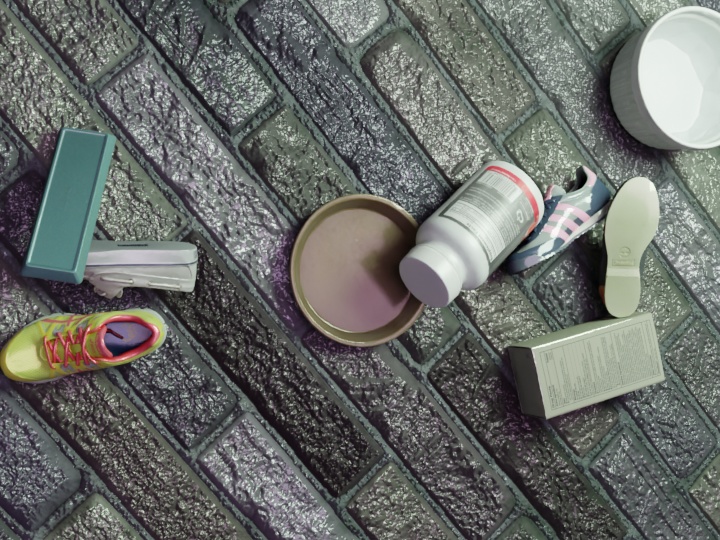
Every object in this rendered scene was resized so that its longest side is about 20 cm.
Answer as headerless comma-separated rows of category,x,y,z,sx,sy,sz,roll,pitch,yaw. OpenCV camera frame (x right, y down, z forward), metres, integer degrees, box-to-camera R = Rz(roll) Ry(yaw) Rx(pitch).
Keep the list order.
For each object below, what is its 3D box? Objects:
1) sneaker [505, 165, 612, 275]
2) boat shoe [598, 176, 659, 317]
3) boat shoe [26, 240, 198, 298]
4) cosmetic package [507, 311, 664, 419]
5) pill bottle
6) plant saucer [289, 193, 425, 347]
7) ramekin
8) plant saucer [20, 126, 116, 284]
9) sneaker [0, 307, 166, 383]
sneaker,0.264,-0.070,1.414,0.200,0.070,0.082,-35,95,-23
boat shoe,0.372,-0.036,1.419,0.071,0.063,0.201,5,108,9
boat shoe,-0.296,0.000,1.218,0.199,0.072,0.066,-1,104,-18
cosmetic package,0.317,0.130,1.421,0.199,0.073,0.104,-13,93,-18
pill bottle,0.142,-0.045,1.324,0.200,0.111,0.111,-43,102,-28
plant saucer,0.000,0.000,1.338,0.199,0.029,0.202,0,89,-18
ramekin,0.456,-0.268,1.461,0.199,0.105,0.202,0,89,-18
plant saucer,-0.339,-0.082,1.183,0.069,0.019,0.201,8,63,-5
sneaker,-0.325,0.084,1.192,0.199,0.090,0.079,-15,95,-17
